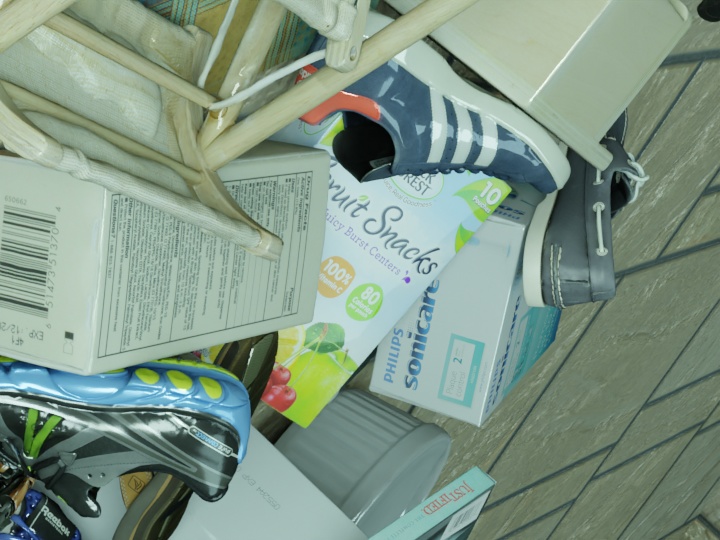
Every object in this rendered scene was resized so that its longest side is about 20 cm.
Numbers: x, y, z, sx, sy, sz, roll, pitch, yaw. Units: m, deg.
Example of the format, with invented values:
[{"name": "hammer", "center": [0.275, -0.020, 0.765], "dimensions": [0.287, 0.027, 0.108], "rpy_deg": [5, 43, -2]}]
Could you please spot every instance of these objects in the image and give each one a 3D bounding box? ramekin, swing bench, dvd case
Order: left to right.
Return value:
[{"name": "swing bench", "center": [-0.065, -0.129, 0.878], "dimensions": [0.200, 0.130, 0.199], "rpy_deg": [-48, 153, 8]}, {"name": "ramekin", "center": [-0.024, 0.182, 1.562], "dimensions": [0.202, 0.094, 0.202], "rpy_deg": [-49, 164, -20]}, {"name": "dvd case", "center": [0.002, 0.220, 1.240], "dimensions": [0.146, 0.022, 0.200], "rpy_deg": [-28, 152, -45]}]

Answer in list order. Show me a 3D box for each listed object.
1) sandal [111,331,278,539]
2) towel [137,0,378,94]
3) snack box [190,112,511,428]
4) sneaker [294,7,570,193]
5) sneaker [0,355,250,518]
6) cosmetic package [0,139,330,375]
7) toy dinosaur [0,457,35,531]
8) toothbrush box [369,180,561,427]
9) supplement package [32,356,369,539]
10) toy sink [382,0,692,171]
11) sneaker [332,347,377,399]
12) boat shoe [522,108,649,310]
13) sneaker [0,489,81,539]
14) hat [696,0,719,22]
[{"name": "sandal", "center": [-0.113, 0.105, 1.147], "dimensions": [0.200, 0.055, 0.082], "rpy_deg": [-58, 171, 27]}, {"name": "towel", "center": [-0.053, -0.154, 1.035], "dimensions": [0.200, 0.022, 0.147], "rpy_deg": [-29, 152, -37]}, {"name": "snack box", "center": [-0.023, -0.018, 1.212], "dimensions": [0.200, 0.053, 0.142], "rpy_deg": [-49, 132, 3]}, {"name": "sneaker", "center": [0.036, -0.077, 1.136], "dimensions": [0.200, 0.075, 0.085], "rpy_deg": [30, 95, -38]}, {"name": "sneaker", "center": [-0.155, 0.083, 0.997], "dimensions": [0.071, 0.199, 0.083], "rpy_deg": [-64, 158, -80]}, {"name": "cosmetic package", "center": [-0.107, -0.015, 1.038], "dimensions": [0.200, 0.087, 0.103], "rpy_deg": [-9, 108, -58]}, {"name": "toy dinosaur", "center": [-0.208, 0.107, 1.101], "dimensions": [0.136, 0.102, 0.200], "rpy_deg": [-44, 154, -56]}, {"name": "toothbrush box", "center": [0.088, 0.000, 1.382], "dimensions": [0.200, 0.085, 0.147], "rpy_deg": [-34, 139, -65]}, {"name": "supplement package", "center": [-0.110, 0.187, 1.272], "dimensions": [0.156, 0.200, 0.111], "rpy_deg": [-35, 156, -32]}, {"name": "toy sink", "center": [0.112, -0.156, 1.204], "dimensions": [0.112, 0.130, 0.200], "rpy_deg": [-52, 158, 6]}, {"name": "sneaker", "center": [0.000, 0.000, 1.360], "dimensions": [0.099, 0.071, 0.200], "rpy_deg": [-44, 160, -35]}, {"name": "boat shoe", "center": [0.158, -0.047, 1.310], "dimensions": [0.200, 0.063, 0.073], "rpy_deg": [-65, 152, -45]}, {"name": "sneaker", "center": [-0.212, 0.186, 1.140], "dimensions": [0.115, 0.081, 0.199], "rpy_deg": [-48, -161, 7]}, {"name": "hat", "center": [0.281, -0.270, 1.413], "dimensions": [0.201, 0.081, 0.201], "rpy_deg": [-41, 167, -12]}]
